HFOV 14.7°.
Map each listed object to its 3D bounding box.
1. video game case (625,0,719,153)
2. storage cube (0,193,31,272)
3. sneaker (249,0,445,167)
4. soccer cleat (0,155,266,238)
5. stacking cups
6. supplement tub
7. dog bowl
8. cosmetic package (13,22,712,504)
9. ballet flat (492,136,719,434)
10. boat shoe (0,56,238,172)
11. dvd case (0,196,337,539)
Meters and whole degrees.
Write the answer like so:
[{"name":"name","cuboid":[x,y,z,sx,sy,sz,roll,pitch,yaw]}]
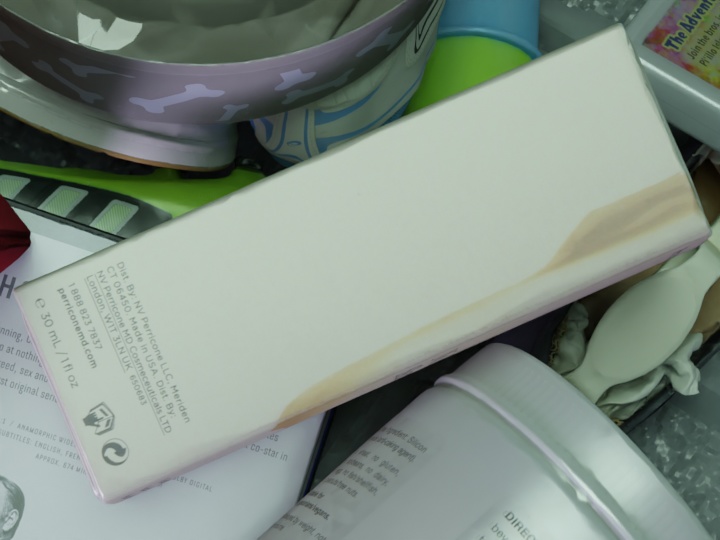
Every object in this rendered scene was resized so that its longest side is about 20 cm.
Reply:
[{"name":"video game case","cuboid":[0.205,-0.082,0.962,0.182,0.024,0.200,31,52,11]},{"name":"storage cube","cuboid":[-0.217,-0.021,0.810,0.171,0.180,0.200,-39,93,-1]},{"name":"sneaker","cuboid":[0.005,-0.122,0.953,0.072,0.073,0.201,20,61,2]},{"name":"soccer cleat","cuboid":[-0.118,0.001,0.957,0.199,0.068,0.082,2,73,-1]},{"name":"stacking cups","cuboid":[0.038,-0.090,0.980,0.060,0.061,0.201,2,66,2]},{"name":"supplement tub","cuboid":[0.008,0.133,0.850,0.200,0.132,0.132,-40,75,-11]},{"name":"dog bowl","cuboid":[-0.053,-0.134,0.880,0.199,0.059,0.201,2,61,-3]},{"name":"cosmetic package","cuboid":[0.000,0.000,0.861,0.199,0.105,0.071,-24,88,-1]},{"name":"ballet flat","cuboid":[0.122,-0.007,0.951,0.200,0.073,0.073,-42,75,-12]},{"name":"boat shoe","cuboid":[-0.122,-0.099,0.925,0.199,0.071,0.070,26,103,-8]},{"name":"dvd case","cuboid":[-0.100,0.088,0.914,0.150,0.025,0.201,19,84,-3]}]
